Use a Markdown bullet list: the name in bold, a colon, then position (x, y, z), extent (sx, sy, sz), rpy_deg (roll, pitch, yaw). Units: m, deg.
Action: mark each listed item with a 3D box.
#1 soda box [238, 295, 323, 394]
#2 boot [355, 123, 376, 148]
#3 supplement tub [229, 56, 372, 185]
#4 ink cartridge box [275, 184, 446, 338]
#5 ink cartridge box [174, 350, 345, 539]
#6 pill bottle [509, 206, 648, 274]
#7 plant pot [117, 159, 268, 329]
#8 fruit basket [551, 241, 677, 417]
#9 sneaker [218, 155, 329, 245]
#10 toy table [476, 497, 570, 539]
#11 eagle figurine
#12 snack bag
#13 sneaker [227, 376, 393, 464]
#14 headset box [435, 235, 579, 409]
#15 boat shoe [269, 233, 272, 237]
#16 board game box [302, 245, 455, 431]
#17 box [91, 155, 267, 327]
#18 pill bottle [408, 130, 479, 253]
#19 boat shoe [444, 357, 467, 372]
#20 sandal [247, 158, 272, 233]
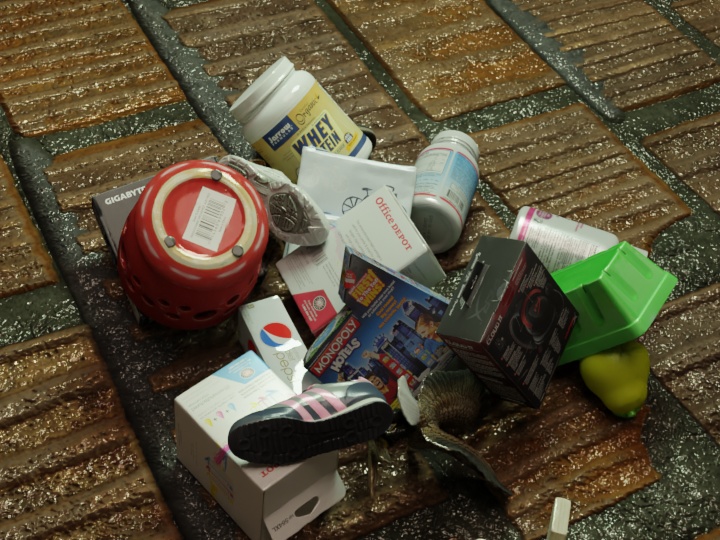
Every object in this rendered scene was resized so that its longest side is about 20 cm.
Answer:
- **soda box**: position (-0.104, 0.131, 1.537), extent (0.063, 0.069, 0.201), rpy_deg (-16, 50, -20)
- **boot**: position (-0.078, -0.255, 1.919), extent (0.197, 0.074, 0.152), rpy_deg (-5, 46, -4)
- **supplement tub**: position (-0.094, -0.217, 1.769), extent (0.200, 0.144, 0.145), rpy_deg (46, 46, -15)
- **ink cartridge box**: position (0.000, 0.000, 1.607), extent (0.199, 0.086, 0.148), rpy_deg (-34, 51, 4)
- **ink cartridge box**: position (-0.120, 0.226, 1.402), extent (0.128, 0.126, 0.200), rpy_deg (-31, 56, -32)
- **pill bottle**: position (0.319, -0.014, 1.697), extent (0.198, 0.114, 0.114), rpy_deg (19, 46, 11)
- **plant pot**: position (-0.225, -0.040, 1.531), extent (0.198, 0.183, 0.203), rpy_deg (5, 69, -12)
- **fruit basket**: position (0.346, 0.090, 1.574), extent (0.214, 0.217, 0.156), rpy_deg (28, 49, 20)
- **sneaker**: position (-0.112, -0.106, 1.638), extent (0.199, 0.078, 0.099), rpy_deg (37, 21, 20)
- **toy table**: position (0.217, 0.370, 1.309), extent (0.197, 0.118, 0.185), rpy_deg (5, 45, -1)
- **eagle figurine**: position (0.099, 0.205, 1.443), extent (0.197, 0.154, 0.151), rpy_deg (2, 5, -13)
- **snack bag**: position (-0.013, -0.074, 1.691), extent (0.186, 0.203, 0.021), rpy_deg (11, 1, 4)
- **sneaker**: position (-0.066, 0.173, 1.338), extent (0.198, 0.071, 0.082), rpy_deg (-7, 30, -19)
- **headset box**: position (0.187, 0.061, 1.451), extent (0.074, 0.200, 0.150), rpy_deg (10, 65, 41)
- **boat shoe**: position (-0.232, -0.072, 1.736), extent (0.198, 0.072, 0.068), rpy_deg (19, 82, 2)
- **board game box**: position (0.022, 0.074, 1.490), extent (0.200, 0.200, 0.062), rpy_deg (42, 2, -13)
- **box**: position (-0.263, -0.045, 1.645), extent (0.198, 0.050, 0.200), rpy_deg (-20, 78, -21)
- **pill bottle**: position (0.127, -0.129, 1.790), extent (0.107, 0.110, 0.201), rpy_deg (16, 46, 9)
- **boat shoe**: position (0.109, 0.128, 1.571), extent (0.197, 0.075, 0.060), rpy_deg (-12, 2, 4)
- **sandal**: position (-0.162, -0.136, 1.760), extent (0.077, 0.070, 0.212), rpy_deg (21, 18, -47)
